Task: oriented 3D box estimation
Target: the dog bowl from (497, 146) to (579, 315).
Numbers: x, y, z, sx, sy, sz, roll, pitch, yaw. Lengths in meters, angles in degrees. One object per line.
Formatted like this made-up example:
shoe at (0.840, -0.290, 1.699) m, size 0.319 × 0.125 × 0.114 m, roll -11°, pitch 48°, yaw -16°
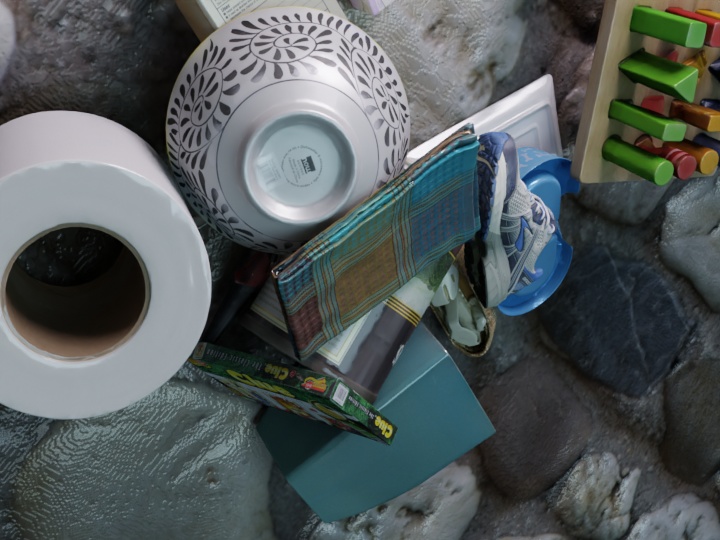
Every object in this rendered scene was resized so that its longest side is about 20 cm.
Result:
dog bowl at (0.175, -0.044, 1.147) m, size 0.111 × 0.050 × 0.202 m, roll -26°, pitch 135°, yaw -23°

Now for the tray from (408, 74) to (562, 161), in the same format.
tray at (0.137, -0.116, 1.120) m, size 0.199 × 0.022 × 0.108 m, roll -30°, pitch 128°, yaw -18°

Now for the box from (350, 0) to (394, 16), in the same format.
box at (-0.020, -0.311, 0.896) m, size 0.041 × 0.039 × 0.201 m, roll -38°, pitch 129°, yaw -14°

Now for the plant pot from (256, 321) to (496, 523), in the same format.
plant pot at (0.004, 0.149, 1.093) m, size 0.199 × 0.141 × 0.142 m, roll -37°, pitch 130°, yaw -5°

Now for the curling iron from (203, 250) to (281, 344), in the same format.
curling iron at (-0.103, 0.009, 0.959) m, size 0.200 × 0.025 × 0.050 m, roll -49°, pitch -177°, yaw 43°

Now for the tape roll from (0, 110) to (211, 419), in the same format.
tape roll at (-0.223, -0.008, 0.821) m, size 0.200 × 0.139 × 0.206 m, roll -7°, pitch 115°, yaw -16°

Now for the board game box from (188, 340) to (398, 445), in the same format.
board game box at (-0.069, 0.109, 0.976) m, size 0.105 × 0.198 × 0.024 m, roll 46°, pitch 64°, yaw -42°

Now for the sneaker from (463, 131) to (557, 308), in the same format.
sneaker at (0.146, -0.057, 1.034) m, size 0.084 × 0.077 × 0.202 m, roll -17°, pitch 136°, yaw -11°

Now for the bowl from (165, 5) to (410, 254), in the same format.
bowl at (-0.050, -0.092, 0.811) m, size 0.198 × 0.094 × 0.204 m, roll -3°, pitch 112°, yaw -8°

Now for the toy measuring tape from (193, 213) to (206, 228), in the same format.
toy measuring tape at (-0.110, -0.043, 0.957) m, size 0.200 × 0.073 × 0.074 m, roll -41°, pitch 130°, yaw -8°

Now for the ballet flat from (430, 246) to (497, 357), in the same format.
ballet flat at (0.096, 0.023, 1.125) m, size 0.070 × 0.066 × 0.200 m, roll -19°, pitch 133°, yaw 24°

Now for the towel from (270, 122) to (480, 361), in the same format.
towel at (0.020, -0.017, 0.854) m, size 0.199 × 0.022 × 0.147 m, roll -37°, pitch 153°, yaw -15°

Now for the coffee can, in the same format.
coffee can at (0.000, 0.000, 0.987) m, size 0.146 × 0.146 × 0.202 m, roll 34°, pitch 85°, yaw -41°

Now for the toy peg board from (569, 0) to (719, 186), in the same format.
toy peg board at (0.333, -0.176, 1.069) m, size 0.197 × 0.098 × 0.203 m, roll -5°, pitch 116°, yaw -28°

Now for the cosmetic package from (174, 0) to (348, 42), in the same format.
cosmetic package at (-0.067, -0.188, 0.873) m, size 0.105 × 0.071 × 0.201 m, roll -38°, pitch 114°, yaw -14°
